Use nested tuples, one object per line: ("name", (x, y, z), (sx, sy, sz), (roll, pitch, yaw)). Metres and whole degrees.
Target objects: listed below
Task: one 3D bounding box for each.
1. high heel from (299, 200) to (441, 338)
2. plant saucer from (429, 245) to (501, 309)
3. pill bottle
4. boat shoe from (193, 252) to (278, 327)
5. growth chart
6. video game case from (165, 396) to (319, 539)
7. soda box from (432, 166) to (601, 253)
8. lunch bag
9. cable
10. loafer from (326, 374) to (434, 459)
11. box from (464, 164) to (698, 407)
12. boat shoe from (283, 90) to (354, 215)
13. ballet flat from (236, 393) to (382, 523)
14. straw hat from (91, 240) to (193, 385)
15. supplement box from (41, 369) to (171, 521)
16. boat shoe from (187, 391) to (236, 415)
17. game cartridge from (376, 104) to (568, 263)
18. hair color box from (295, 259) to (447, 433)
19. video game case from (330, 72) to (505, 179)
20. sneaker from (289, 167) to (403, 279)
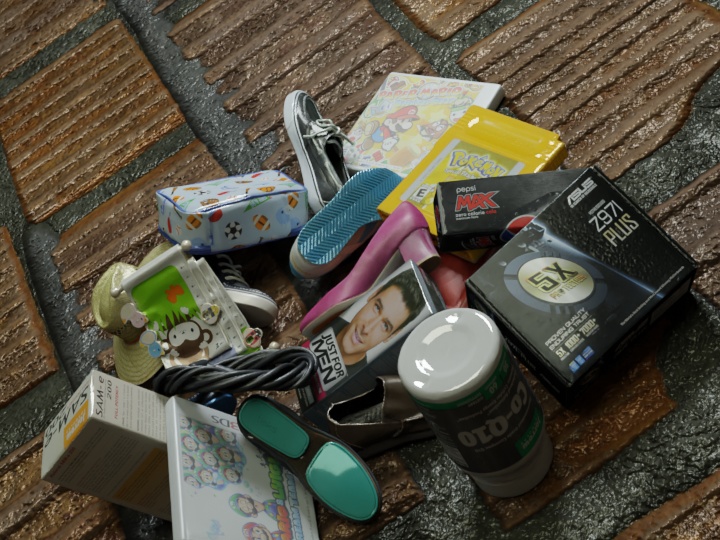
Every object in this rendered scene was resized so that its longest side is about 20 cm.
("high heel", (0.000, 0.000, 1.679), (0.199, 0.067, 0.097), (-36, 54, 14))
("plant saucer", (0.095, -0.011, 1.715), (0.198, 0.037, 0.201), (9, 57, 38))
("pill bottle", (0.125, 0.141, 1.431), (0.112, 0.201, 0.114), (-17, 44, 18))
("boat shoe", (-0.178, 0.015, 1.831), (0.198, 0.075, 0.094), (5, 62, 36))
("growth chart", (-0.215, 0.066, 1.756), (0.144, 0.201, 0.018), (-40, -4, 9))
("video game case", (-0.128, 0.243, 1.523), (0.024, 0.180, 0.201), (-48, 34, 30))
("soda box", (0.187, -0.071, 1.623), (0.197, 0.063, 0.072), (-6, 71, -4))
("lunch bag", (-0.169, -0.081, 1.856), (0.197, 0.077, 0.160), (-10, 18, -23))
("cable", (-0.142, 0.116, 1.594), (0.198, 0.162, 0.052), (-5, 86, 36))
("loafer", (0.048, 0.152, 1.566), (0.198, 0.071, 0.073), (-27, 42, 7))
("box", (0.240, 0.017, 1.514), (0.200, 0.086, 0.164), (-41, 70, -8))
("boat shoe", (-0.051, -0.169, 1.888), (0.068, 0.073, 0.202), (-30, 55, 28))
("ballet flat", (-0.054, 0.210, 1.562), (0.199, 0.073, 0.073), (37, 71, 9))
("straw hat", (-0.306, 0.042, 1.822), (0.200, 0.084, 0.204), (-29, 50, 41))
("supplement box", (-0.247, 0.206, 1.582), (0.126, 0.198, 0.074), (-47, 33, 32))
("boat shoe", (-0.247, 0.195, 1.702), (0.199, 0.084, 0.069), (-33, 53, -3))
("game cartridge", (0.141, -0.114, 1.732), (0.175, 0.033, 0.200), (26, 68, 44))
("hair color box", (0.012, 0.091, 1.624), (0.199, 0.061, 0.100), (-38, 40, 14))
("video game case", (0.076, -0.194, 1.906), (0.198, 0.023, 0.183), (13, 59, 39))
("sneaker", (-0.017, -0.063, 1.800), (0.199, 0.081, 0.077), (-37, 83, -29))
